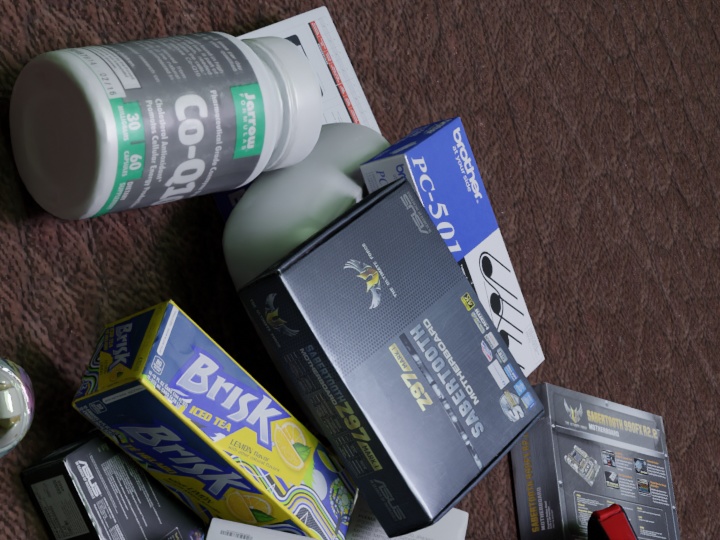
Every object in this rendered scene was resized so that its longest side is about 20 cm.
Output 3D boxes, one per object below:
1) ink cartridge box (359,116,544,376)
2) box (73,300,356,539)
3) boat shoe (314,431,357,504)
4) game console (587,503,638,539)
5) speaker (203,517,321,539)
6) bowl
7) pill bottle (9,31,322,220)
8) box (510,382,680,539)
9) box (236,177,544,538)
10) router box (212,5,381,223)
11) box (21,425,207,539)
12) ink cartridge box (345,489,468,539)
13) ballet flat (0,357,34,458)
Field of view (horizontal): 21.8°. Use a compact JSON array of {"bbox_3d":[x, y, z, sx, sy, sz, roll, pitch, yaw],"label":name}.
[{"bbox_3d":[0.070,-0.004,1.386,0.094,0.044,0.201,-37,110,-54],"label":"ink cartridge box"},{"bbox_3d":[-0.090,0.112,1.217,0.200,0.064,0.070,46,41,-29],"label":"box"},{"bbox_3d":[-0.009,0.150,1.399,0.200,0.072,0.076,-13,68,-56],"label":"boat shoe"},{"bbox_3d":[0.229,0.311,1.540,0.177,0.031,0.201,-117,-162,-59],"label":"game console"},{"bbox_3d":[-0.005,0.214,1.181,0.199,0.081,0.081,12,53,-1],"label":"speaker"},{"bbox_3d":[0.000,0.000,1.391,0.200,0.074,0.200,62,39,-20],"label":"bowl"},{"bbox_3d":[-0.130,-0.104,1.284,0.200,0.113,0.113,-15,86,-42],"label":"pill bottle"},{"bbox_3d":[0.212,0.196,1.683,0.200,0.048,0.159,17,60,-48],"label":"box"},{"bbox_3d":[0.025,0.057,1.278,0.158,0.051,0.200,-36,97,-45],"label":"box"},{"bbox_3d":[-0.051,-0.094,1.471,0.179,0.049,0.201,-30,98,-54],"label":"router box"},{"bbox_3d":[-0.121,0.187,1.246,0.160,0.043,0.201,-34,101,-54],"label":"box"},{"bbox_3d":[0.009,0.272,1.285,0.147,0.083,0.200,95,11,-47],"label":"ink cartridge box"},{"bbox_3d":[-0.247,0.087,1.101,0.200,0.071,0.069,-11,82,-55],"label":"ballet flat"}]
